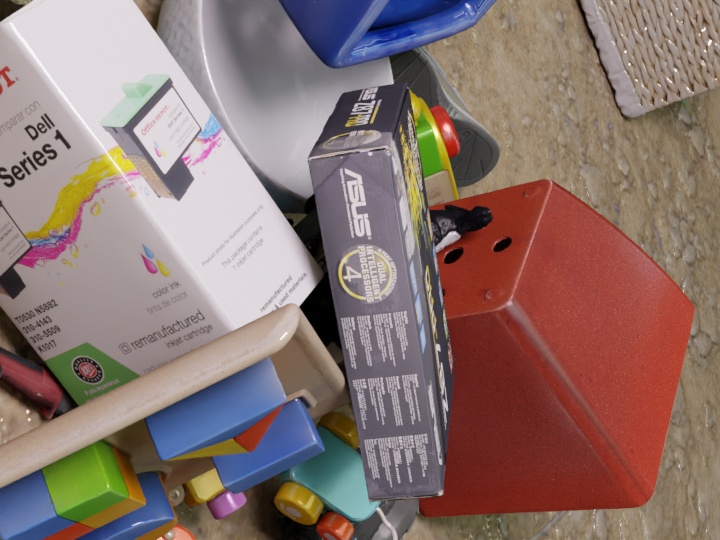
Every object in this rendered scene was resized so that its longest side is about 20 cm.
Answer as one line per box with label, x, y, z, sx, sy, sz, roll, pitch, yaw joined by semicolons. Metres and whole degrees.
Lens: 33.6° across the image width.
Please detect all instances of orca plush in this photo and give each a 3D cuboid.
orca plush;0.000;0.000;0.815;0.105;0.200;0.071;58;-8;41

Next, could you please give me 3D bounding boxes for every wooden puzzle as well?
wooden puzzle;-0.093;0.093;0.587;0.046;0.185;0.200;63;-1;16

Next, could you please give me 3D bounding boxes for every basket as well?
basket;0.366;-0.313;1.367;0.198;0.160;0.200;-50;121;-47

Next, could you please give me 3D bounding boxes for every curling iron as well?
curling iron;-0.174;0.075;0.666;0.200;0.026;0.050;42;18;-50

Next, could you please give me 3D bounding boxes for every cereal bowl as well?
cereal bowl;-0.067;-0.133;0.821;0.200;0.083;0.201;20;64;-48

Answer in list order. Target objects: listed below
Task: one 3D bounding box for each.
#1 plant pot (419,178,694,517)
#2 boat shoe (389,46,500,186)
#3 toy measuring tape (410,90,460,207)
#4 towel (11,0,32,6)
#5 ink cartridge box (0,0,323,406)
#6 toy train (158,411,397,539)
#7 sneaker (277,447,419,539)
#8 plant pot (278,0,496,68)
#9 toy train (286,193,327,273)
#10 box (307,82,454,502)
plant pot;0.111;0.049;0.899;0.176;0.200;0.200;54;43;-30
boat shoe;0.040;-0.144;0.981;0.202;0.074;0.065;34;20;-39
toy measuring tape;0.049;-0.077;0.959;0.200;0.073;0.074;68;31;-53
towel;-0.218;-0.197;0.636;0.200;0.036;0.149;12;37;-52
ink cartridge box;-0.139;-0.035;0.628;0.200;0.145;0.084;55;41;-14
toy train;-0.067;0.159;0.734;0.199;0.056;0.151;1;73;-28
sneaker;-0.032;0.192;0.800;0.079;0.075;0.200;52;36;-10
plant pot;0.025;-0.269;0.755;0.180;0.200;0.200;48;38;9
toy train;-0.032;-0.017;0.767;0.200;0.034;0.046;-46;152;-21
box;0.017;0.006;0.691;0.161;0.049;0.201;-68;150;-69
